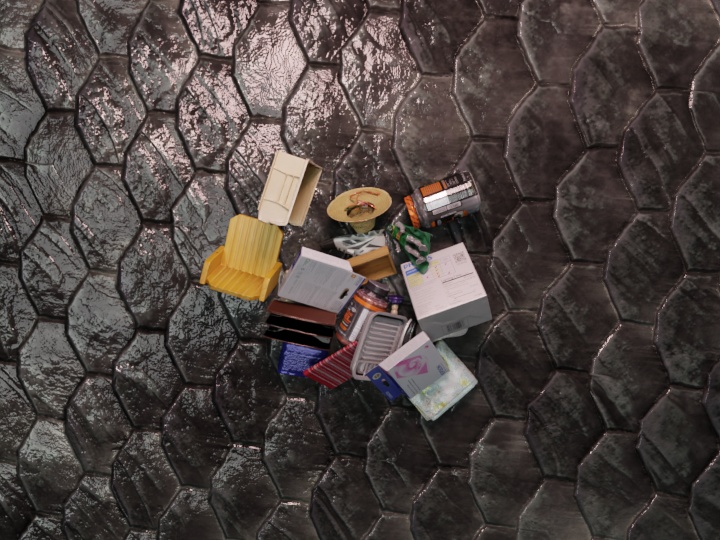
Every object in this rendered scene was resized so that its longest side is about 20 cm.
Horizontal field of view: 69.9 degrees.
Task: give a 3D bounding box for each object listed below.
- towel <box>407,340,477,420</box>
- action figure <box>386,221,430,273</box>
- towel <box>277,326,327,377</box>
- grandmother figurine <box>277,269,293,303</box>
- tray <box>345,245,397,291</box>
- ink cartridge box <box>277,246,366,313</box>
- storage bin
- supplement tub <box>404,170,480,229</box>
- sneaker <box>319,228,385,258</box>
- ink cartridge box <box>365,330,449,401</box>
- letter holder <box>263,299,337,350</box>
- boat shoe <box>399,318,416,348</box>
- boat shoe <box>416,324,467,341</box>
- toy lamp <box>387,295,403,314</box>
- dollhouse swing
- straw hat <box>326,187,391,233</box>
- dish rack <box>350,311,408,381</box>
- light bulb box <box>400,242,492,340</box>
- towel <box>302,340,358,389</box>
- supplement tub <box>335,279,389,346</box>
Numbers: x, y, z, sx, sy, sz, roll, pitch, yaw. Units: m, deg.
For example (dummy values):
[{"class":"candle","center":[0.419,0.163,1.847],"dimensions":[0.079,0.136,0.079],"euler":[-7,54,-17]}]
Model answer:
[{"class":"towel","center":[0.227,0.336,1.560],"dimensions":[0.200,0.048,0.171],"euler":[-42,92,7]},{"class":"action figure","center":[0.129,-0.086,1.469],"dimensions":[0.054,0.200,0.119],"euler":[-2,116,-26]},{"class":"towel","center":[-0.167,0.229,1.586],"dimensions":[0.146,0.050,0.202],"euler":[11,96,-4]},{"class":"grandmother figurine","center":[-0.183,0.044,1.563],"dimensions":[0.121,0.061,0.200],"euler":[38,100,-8]},{"class":"tray","center":[0.000,0.000,1.524],"dimensions":[0.198,0.099,0.037],"euler":[-19,50,7]},{"class":"ink cartridge box","center":[-0.112,0.033,1.475],"dimensions":[0.199,0.041,0.200],"euler":[20,135,-19]},{"class":"storage bin","center":[-0.200,-0.222,1.465],"dimensions":[0.093,0.200,0.200],"euler":[20,97,4]},{"class":"supplement tub","center":[0.232,-0.196,1.471],"dimensions":[0.198,0.123,0.124],"euler":[-19,94,7]},{"class":"sneaker","center":[-0.021,-0.066,1.528],"dimensions":[0.198,0.074,0.089],"euler":[-8,93,6]},{"class":"ink cartridge box","center":[0.137,0.285,1.443],"dimensions":[0.199,0.043,0.197],"euler":[-37,136,-1]},{"class":"letter holder","center":[-0.175,0.165,1.481],"dimensions":[0.198,0.142,0.102],"euler":[13,97,-3]},{"class":"boat shoe","center":[0.145,0.234,1.499],"dimensions":[0.060,0.076,0.202],"euler":[19,121,20]},{"class":"boat shoe","center":[0.218,0.179,1.520],"dimensions":[0.198,0.070,0.072],"euler":[-12,69,12]},{"class":"toy lamp","center":[0.095,0.178,1.551],"dimensions":[0.058,0.058,0.202],"euler":[4,96,4]},{"class":"dollhouse swing","center":[-0.340,-0.043,1.518],"dimensions":[0.198,0.182,0.177],"euler":[17,117,3]},{"class":"straw hat","center":[0.004,-0.156,1.487],"dimensions":[0.199,0.202,0.086],"euler":[-6,125,5]},{"class":"dish rack","center":[0.048,0.213,1.469],"dimensions":[0.043,0.171,0.202],"euler":[22,94,45]},{"class":"light bulb box","center":[0.238,0.059,1.445],"dimensions":[0.197,0.125,0.201],"euler":[-19,49,7]},{"class":"towel","center":[-0.055,0.280,1.522],"dimensions":[0.199,0.144,0.023],"euler":[-33,48,17]},{"class":"supplement tub","center":[0.012,0.130,1.528],"dimensions":[0.106,0.107,0.201],"euler":[26,97,2]}]
